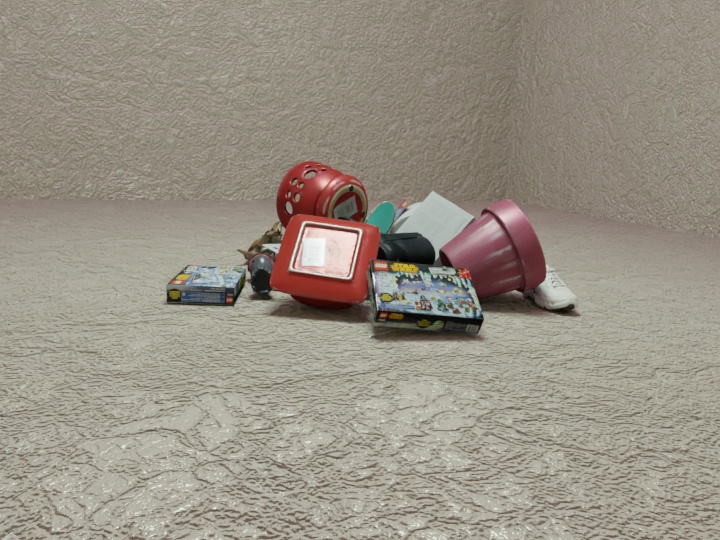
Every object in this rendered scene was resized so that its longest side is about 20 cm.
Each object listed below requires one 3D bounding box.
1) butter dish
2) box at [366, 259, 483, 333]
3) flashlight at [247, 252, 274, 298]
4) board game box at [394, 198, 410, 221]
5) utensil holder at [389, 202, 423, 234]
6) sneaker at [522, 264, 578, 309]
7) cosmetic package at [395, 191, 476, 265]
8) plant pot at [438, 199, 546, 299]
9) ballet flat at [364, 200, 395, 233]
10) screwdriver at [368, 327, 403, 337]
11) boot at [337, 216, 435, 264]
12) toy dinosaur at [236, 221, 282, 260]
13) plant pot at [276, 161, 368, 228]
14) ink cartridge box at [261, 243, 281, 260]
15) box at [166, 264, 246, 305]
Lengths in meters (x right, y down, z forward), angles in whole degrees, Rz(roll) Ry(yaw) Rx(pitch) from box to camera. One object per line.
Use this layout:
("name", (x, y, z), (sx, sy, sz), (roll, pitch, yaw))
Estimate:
("butter dish", (-0.067, 0.005, 1.267), (0.195, 0.149, 0.203), (9, 53, 5))
("box", (0.114, 0.046, 1.138), (0.195, 0.040, 0.138), (5, 39, -11))
("flashlight", (-0.218, 0.003, 1.381), (0.067, 0.069, 0.200), (35, 1, -11))
("board game box", (0.063, -0.111, 1.725), (0.019, 0.201, 0.103), (39, -3, -3))
("utensil holder", (0.160, -0.085, 1.681), (0.166, 0.174, 0.200), (5, 14, 11))
("sneaker", (0.414, 0.034, 1.373), (0.073, 0.083, 0.200), (2, 13, -12))
("cosmetic package", (0.164, -0.074, 1.490), (0.150, 0.200, 0.052), (39, -5, 43))
("plant pot", (0.274, -0.025, 1.344), (0.176, 0.203, 0.200), (-25, 15, -4))
("ballet flat", (0.031, -0.081, 1.590), (0.074, 0.203, 0.064), (25, -11, -1))
("screwdriver", (0.096, 0.098, 1.125), (0.197, 0.028, 0.029), (-9, -12, -39))
("boot", (0.055, -0.059, 1.398), (0.166, 0.078, 0.199), (-5, 30, -43))
("toy dinosaur", (-0.262, -0.063, 1.694), (0.198, 0.088, 0.134), (-29, 18, -38))
("plant pot", (-0.091, -0.166, 1.617), (0.198, 0.205, 0.181), (-9, 24, -45))
("ink cartridge box", (-0.139, -0.026, 1.558), (0.196, 0.068, 0.115), (-3, 13, -28))
("box", (-0.321, 0.028, 1.321), (0.133, 0.041, 0.200), (3, 12, -4))
